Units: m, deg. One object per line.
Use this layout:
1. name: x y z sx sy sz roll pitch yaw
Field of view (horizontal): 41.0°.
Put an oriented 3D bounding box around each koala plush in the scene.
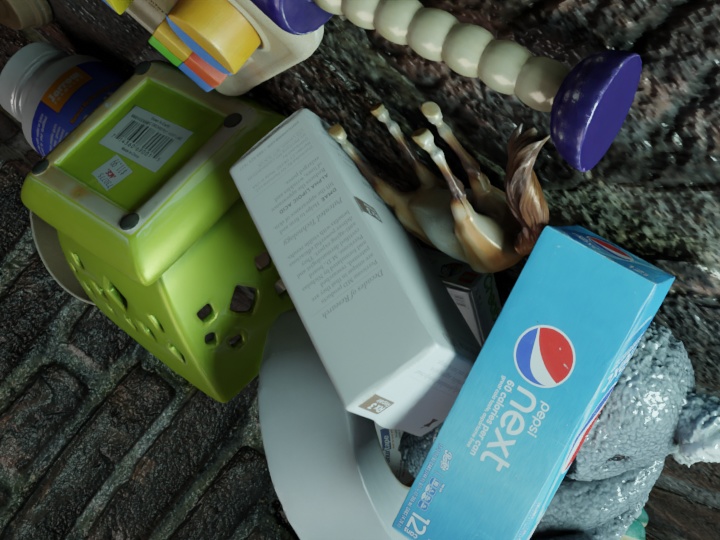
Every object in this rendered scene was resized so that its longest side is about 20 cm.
1. koala plush: 0.155 0.094 0.641 0.177 0.184 0.200 46 149 17

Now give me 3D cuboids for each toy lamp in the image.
1. toy lamp: 0.022 -0.111 0.424 0.200 0.058 0.058 29 165 22

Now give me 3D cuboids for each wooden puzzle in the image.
1. wooden puzzle: -0.128 -0.179 0.603 0.185 0.046 0.200 41 167 -16

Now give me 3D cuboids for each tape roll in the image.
1. tape roll: -0.001 0.118 0.723 0.066 0.200 0.200 -16 142 19

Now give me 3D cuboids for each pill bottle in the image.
1. pill bottle: -0.255 -0.140 0.938 0.200 0.112 0.112 35 168 16

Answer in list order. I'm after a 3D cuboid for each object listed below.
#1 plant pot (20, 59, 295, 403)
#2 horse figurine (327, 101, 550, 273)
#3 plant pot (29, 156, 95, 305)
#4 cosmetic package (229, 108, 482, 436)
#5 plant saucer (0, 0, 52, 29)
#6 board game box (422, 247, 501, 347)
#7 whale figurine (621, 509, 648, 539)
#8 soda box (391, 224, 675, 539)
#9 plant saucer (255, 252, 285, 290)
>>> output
1. plant pot: -0.139 -0.048 0.789 0.200 0.199 0.182 29 159 35
2. horse figurine: 0.056 -0.043 0.584 0.133 0.050 0.200 50 166 -21
3. plant pot: -0.243 -0.065 1.072 0.200 0.200 0.134 33 -165 18
4. cosmetic package: 0.000 0.000 0.623 0.102 0.074 0.200 30 -155 -57
5. plant saucer: -0.379 -0.297 0.905 0.200 0.029 0.200 34 167 9
6. board game box: 0.068 0.065 0.812 0.126 0.035 0.200 17 141 37
7. whale figurine: 0.244 0.239 1.041 0.200 0.104 0.159 15 -174 -45
8. soda box: 0.097 0.076 0.548 0.068 0.200 0.064 31 -163 22
9. plant saucer: -0.049 0.017 1.106 0.200 0.029 0.200 36 167 9
